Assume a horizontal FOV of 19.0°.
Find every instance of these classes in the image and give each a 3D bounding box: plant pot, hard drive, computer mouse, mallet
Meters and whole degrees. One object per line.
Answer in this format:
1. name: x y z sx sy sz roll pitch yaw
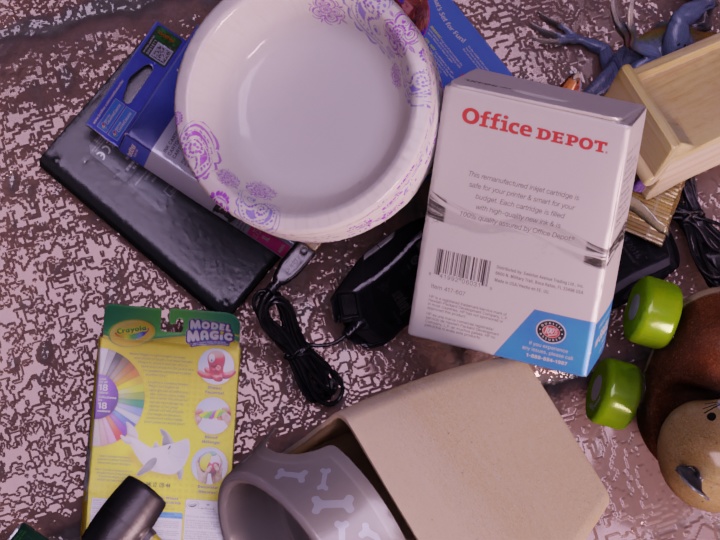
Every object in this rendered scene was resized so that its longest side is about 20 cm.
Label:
1. plant pot: 0.069 0.177 1.654 0.176 0.200 0.201 -29 84 -28
2. hard drive: -0.140 -0.075 1.746 0.200 0.033 0.140 40 77 1
3. computer mouse: 0.000 0.000 1.718 0.200 0.046 0.141 -42 127 -5
4. mallet: -0.126 0.246 1.632 0.066 0.041 0.200 -44 81 -8
5. computer mouse: 0.205 -0.006 1.768 0.199 0.053 0.139 -20 67 -17

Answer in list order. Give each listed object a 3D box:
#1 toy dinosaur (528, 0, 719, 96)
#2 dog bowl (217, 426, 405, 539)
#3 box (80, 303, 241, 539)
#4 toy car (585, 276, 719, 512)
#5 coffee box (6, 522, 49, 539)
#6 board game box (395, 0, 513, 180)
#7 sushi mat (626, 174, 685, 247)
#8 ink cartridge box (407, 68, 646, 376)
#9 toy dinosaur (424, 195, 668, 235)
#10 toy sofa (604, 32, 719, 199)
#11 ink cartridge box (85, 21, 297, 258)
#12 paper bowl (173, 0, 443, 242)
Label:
1. toy dinosaur: 0.238 -0.172 1.776 0.199 0.105 0.182 35 78 -1
2. dog bowl: -0.034 0.216 1.613 0.058 0.200 0.201 -28 84 -28
3. box: -0.157 0.130 1.701 0.116 0.048 0.202 5 82 -6
4. toy car: 0.281 0.121 1.664 0.163 0.200 0.159 16 118 -11
5. coffee box: -0.174 0.265 1.586 0.044 0.199 0.123 -52 133 -13
6. board game box: 0.026 -0.175 1.744 0.134 0.045 0.200 -30 75 -30
7. sushi mat: 0.172 -0.095 1.774 0.199 0.012 0.096 24 63 6
8. ink cartridge box: 0.127 -0.039 1.634 0.145 0.084 0.202 14 108 15
9. toy dinosaur: 0.144 -0.069 1.716 0.198 0.088 0.048 3 50 22
10. toy sofa: 0.293 -0.143 1.749 0.199 0.098 0.083 -24 73 -21
11. ink cartridge box: -0.106 -0.110 1.717 0.199 0.042 0.120 32 66 -1
12. paper bowl: -0.035 -0.121 1.639 0.199 0.104 0.203 -1 83 11
